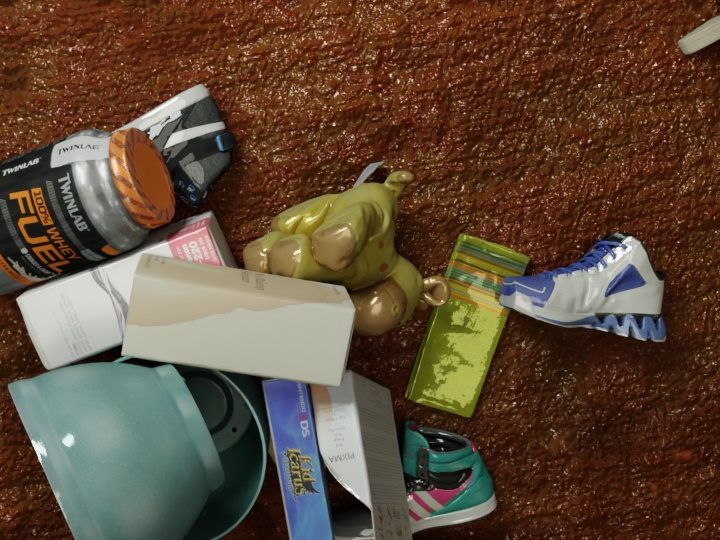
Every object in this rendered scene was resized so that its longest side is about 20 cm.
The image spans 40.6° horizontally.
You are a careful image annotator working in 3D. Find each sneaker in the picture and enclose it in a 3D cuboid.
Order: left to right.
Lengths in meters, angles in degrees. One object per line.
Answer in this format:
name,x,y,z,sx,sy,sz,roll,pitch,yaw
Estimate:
sneaker,-0.223,-0.100,1.023,0.200,0.073,0.112,-31,98,-2
sneaker,0.050,0.233,1.085,0.200,0.084,0.121,-13,103,-11
sneaker,0.256,0.008,1.086,0.199,0.081,0.115,10,93,-13

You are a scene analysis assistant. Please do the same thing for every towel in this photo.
towel,0.121,0.064,1.105,0.086,0.018,0.200,18,96,-7

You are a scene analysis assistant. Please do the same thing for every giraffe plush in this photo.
giraffe plush,0.000,0.000,1.035,0.200,0.172,0.162,-40,113,-34

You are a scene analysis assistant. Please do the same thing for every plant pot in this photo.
plant pot,-0.201,0.161,0.846,0.134,0.200,0.201,-25,99,-19
plant pot,-0.184,0.162,1.009,0.200,0.161,0.201,1,100,3

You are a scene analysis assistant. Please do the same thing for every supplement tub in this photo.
supplement tub,-0.289,-0.060,0.938,0.200,0.123,0.123,-19,99,12

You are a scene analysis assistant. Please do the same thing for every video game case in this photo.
video game case,-0.064,0.183,1.007,0.045,0.181,0.200,-10,99,-5

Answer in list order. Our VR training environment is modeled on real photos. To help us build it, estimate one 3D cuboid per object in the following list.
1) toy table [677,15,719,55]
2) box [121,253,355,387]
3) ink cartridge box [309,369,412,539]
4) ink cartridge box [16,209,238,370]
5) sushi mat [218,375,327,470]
toy table,0.441,-0.290,1.039,0.184,0.117,0.200,-23,98,-2
box,-0.112,0.045,0.899,0.200,0.095,0.078,9,102,-11
ink cartridge box,0.005,0.209,0.979,0.050,0.162,0.200,-10,74,14
ink cartridge box,-0.232,0.016,1.000,0.200,0.146,0.085,-23,102,-3
sushi mat,-0.088,0.144,1.098,0.096,0.012,0.200,-32,99,-1
